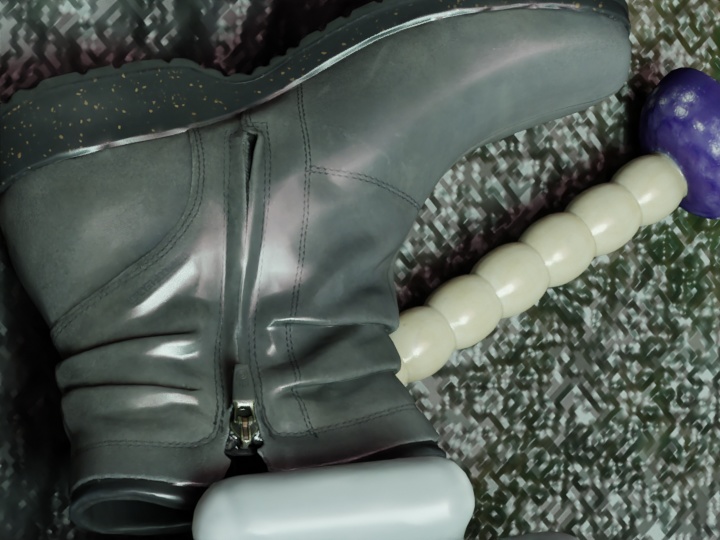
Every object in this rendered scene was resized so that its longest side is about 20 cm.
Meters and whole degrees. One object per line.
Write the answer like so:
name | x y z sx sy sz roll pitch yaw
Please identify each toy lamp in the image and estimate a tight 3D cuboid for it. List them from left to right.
toy lamp | 0.035 0.010 0.866 0.200 0.058 0.058 -34 109 -20

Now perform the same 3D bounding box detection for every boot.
boot | 0.000 0.000 0.809 0.199 0.070 0.132 -16 69 -13

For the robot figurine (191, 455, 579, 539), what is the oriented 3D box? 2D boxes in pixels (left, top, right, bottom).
robot figurine | 0.006 0.131 0.736 0.199 0.113 0.171 -11 81 -9
